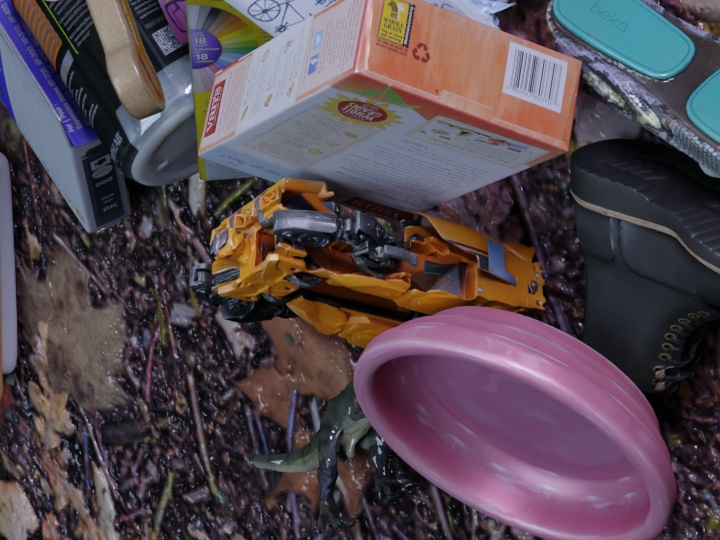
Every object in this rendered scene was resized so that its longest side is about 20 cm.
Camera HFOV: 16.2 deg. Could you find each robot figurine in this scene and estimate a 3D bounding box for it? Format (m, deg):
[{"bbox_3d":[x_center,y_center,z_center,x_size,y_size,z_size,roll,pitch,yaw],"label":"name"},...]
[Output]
[{"bbox_3d":[0.000,0.000,1.482,0.145,0.200,0.058,-32,50,49],"label":"robot figurine"}]

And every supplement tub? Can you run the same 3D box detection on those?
[{"bbox_3d":[-0.149,-0.165,1.641,0.200,0.122,0.123,57,138,16],"label":"supplement tub"}]

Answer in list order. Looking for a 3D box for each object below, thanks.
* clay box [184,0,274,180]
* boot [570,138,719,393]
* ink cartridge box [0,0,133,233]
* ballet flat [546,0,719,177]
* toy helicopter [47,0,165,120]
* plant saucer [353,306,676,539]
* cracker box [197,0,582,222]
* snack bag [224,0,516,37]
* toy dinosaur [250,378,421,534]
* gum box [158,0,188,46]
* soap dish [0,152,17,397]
[{"bbox_3d":[-0.045,-0.134,1.491,0.200,0.115,0.048,91,174,-53],"label":"clay box"},{"bbox_3d":[0.191,0.023,1.380,0.200,0.077,0.139,36,135,51],"label":"boot"},{"bbox_3d":[-0.227,-0.144,1.733,0.198,0.043,0.200,56,169,17],"label":"ink cartridge box"},{"bbox_3d":[0.182,-0.089,1.353,0.200,0.072,0.072,38,130,33],"label":"ballet flat"},{"bbox_3d":[-0.160,-0.185,1.513,0.079,0.132,0.200,-23,74,6],"label":"toy helicopter"},{"bbox_3d":[0.094,0.085,1.463,0.200,0.051,0.201,24,154,13],"label":"plant saucer"},{"bbox_3d":[0.013,-0.089,1.405,0.200,0.134,0.058,-21,55,59],"label":"cracker box"},{"bbox_3d":[0.021,-0.180,1.378,0.200,0.188,0.021,-27,49,27],"label":"snack bag"},{"bbox_3d":[-0.008,0.119,1.658,0.200,0.047,0.088,-45,57,48],"label":"toy dinosaur"},{"bbox_3d":[-0.089,-0.245,1.500,0.113,0.066,0.200,-12,120,22],"label":"gum box"},{"bbox_3d":[-0.337,-0.012,1.948,0.157,0.081,0.201,23,121,41],"label":"soap dish"}]
